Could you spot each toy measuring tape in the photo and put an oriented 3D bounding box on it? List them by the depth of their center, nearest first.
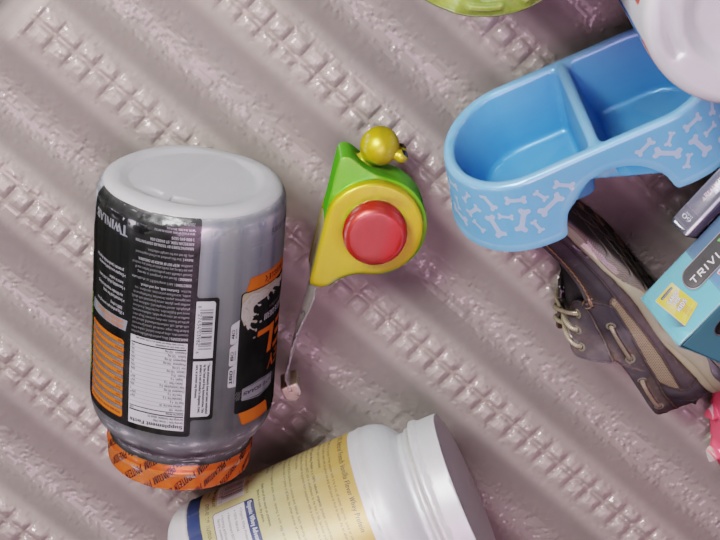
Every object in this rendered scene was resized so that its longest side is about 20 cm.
[{"bbox_3d":[0.000,0.000,1.297,0.073,0.074,0.201,11,114,-9],"label":"toy measuring tape"}]

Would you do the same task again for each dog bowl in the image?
[{"bbox_3d":[0.142,-0.088,1.234,0.199,0.112,0.050,-23,133,7],"label":"dog bowl"}]

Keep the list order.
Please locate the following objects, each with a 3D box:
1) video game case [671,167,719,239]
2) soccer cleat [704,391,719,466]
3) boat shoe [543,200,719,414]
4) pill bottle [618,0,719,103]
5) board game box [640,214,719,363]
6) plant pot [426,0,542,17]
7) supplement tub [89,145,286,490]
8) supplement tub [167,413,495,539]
[{"bbox_3d":[0.288,-0.094,1.243,0.200,0.143,0.019,-48,70,17],"label":"video game case"},{"bbox_3d":[0.302,0.151,1.400,0.076,0.067,0.201,-31,111,-23],"label":"soccer cleat"},{"bbox_3d":[0.166,0.028,1.318,0.073,0.075,0.200,-41,110,14],"label":"boat shoe"},{"bbox_3d":[0.200,-0.182,1.151,0.111,0.200,0.113,-2,116,-3],"label":"pill bottle"},{"bbox_3d":[0.291,0.002,1.274,0.151,0.047,0.199,-48,142,16],"label":"board game box"},{"bbox_3d":[0.063,-0.230,1.125,0.198,0.190,0.202,-2,116,-4],"label":"plant pot"},{"bbox_3d":[-0.113,0.032,1.273,0.121,0.123,0.202,3,116,-5],"label":"supplement tub"},{"bbox_3d":[-0.016,0.191,1.343,0.199,0.145,0.145,-24,115,8],"label":"supplement tub"}]
